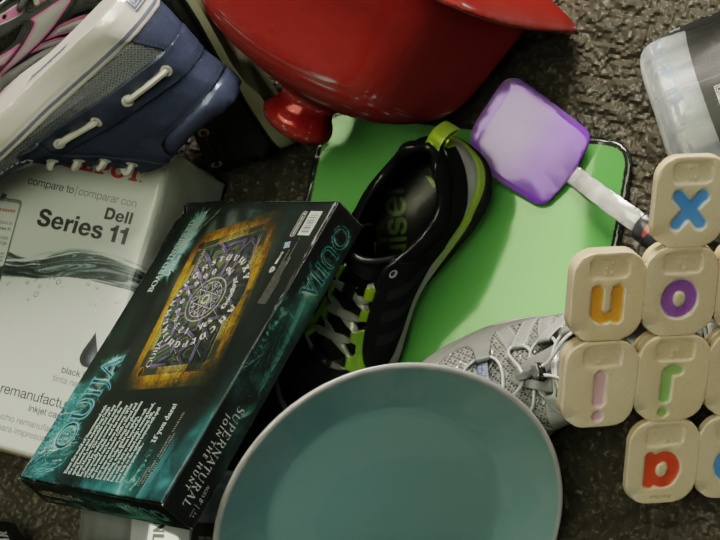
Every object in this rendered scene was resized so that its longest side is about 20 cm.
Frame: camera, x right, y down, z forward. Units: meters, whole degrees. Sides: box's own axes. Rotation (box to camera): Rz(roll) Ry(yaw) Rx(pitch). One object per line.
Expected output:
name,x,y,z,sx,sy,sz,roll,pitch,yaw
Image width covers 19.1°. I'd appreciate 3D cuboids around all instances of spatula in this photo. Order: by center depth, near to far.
spatula,0.148,-0.035,1.225,0.200,0.021,0.057,38,99,21

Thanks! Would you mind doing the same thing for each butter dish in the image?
butter dish,-0.008,-0.142,1.232,0.200,0.199,0.148,34,105,21

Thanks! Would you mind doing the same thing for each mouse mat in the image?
mouse mat,0.054,-0.010,1.268,0.199,0.008,0.161,8,81,22

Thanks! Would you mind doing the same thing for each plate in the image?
plate,0.014,0.137,1.176,0.200,0.200,0.026,-45,27,5

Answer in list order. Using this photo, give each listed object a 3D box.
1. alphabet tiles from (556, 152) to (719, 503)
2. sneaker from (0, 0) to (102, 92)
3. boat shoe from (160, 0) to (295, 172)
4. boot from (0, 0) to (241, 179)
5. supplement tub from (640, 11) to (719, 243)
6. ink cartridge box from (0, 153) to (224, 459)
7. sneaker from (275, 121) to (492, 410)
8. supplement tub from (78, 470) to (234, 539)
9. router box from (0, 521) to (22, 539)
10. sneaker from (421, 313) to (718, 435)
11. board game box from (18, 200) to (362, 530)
alphabet tiles,0.201,0.029,1.126,0.199,0.015,0.196,-4,112,-14
sneaker,-0.197,-0.163,1.267,0.200,0.086,0.080,-40,75,3
boat shoe,-0.107,-0.139,1.259,0.063,0.202,0.074,-23,39,9
boot,-0.162,-0.079,1.239,0.090,0.073,0.200,43,128,-17
supplement tub,0.262,-0.102,1.150,0.199,0.122,0.123,-21,72,15
ink cartridge box,-0.185,0.015,1.307,0.146,0.083,0.201,12,81,22
sneaker,0.000,0.000,1.232,0.072,0.083,0.200,32,98,23
supplement tub,-0.105,0.216,1.213,0.122,0.123,0.201,-1,77,20
router box,-0.255,0.207,1.204,0.200,0.157,0.052,53,127,56
sneaker,0.110,0.050,1.187,0.199,0.082,0.075,-18,75,12
board game box,-0.095,0.046,1.191,0.135,0.028,0.200,3,55,48
